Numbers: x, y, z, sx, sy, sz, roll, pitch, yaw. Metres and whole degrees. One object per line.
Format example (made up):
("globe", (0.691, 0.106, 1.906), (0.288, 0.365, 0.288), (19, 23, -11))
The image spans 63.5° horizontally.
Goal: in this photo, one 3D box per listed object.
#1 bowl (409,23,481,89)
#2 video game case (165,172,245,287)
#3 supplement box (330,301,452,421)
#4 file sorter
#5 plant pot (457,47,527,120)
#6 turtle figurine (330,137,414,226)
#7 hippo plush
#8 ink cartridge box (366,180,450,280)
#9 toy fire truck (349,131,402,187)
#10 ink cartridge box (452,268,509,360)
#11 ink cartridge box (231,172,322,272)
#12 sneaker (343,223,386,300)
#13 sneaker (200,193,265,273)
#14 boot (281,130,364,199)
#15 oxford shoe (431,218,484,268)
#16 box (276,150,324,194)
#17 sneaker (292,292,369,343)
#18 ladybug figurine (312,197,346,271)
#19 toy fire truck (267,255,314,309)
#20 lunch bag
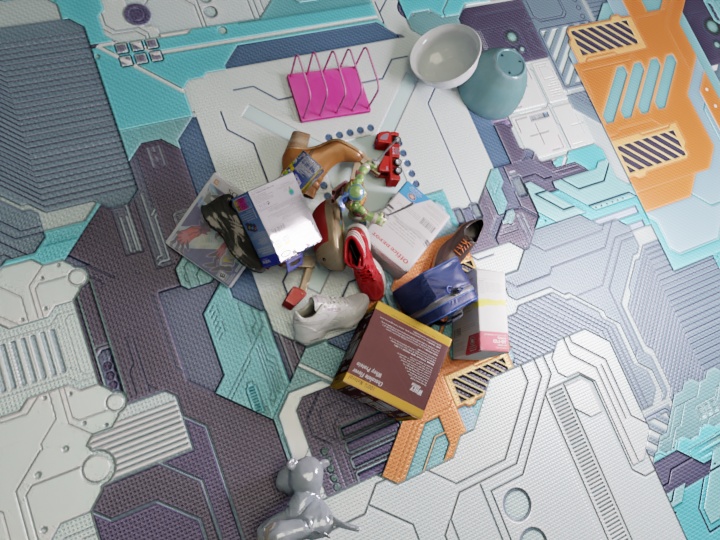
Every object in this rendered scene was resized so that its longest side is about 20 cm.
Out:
("bowl", (0.244, -0.579, 1.625), (0.201, 0.090, 0.202), (-8, 66, 18))
("video game case", (-0.317, -0.092, 1.340), (0.182, 0.023, 0.200), (35, 92, -4))
("supplement box", (0.068, 0.213, 1.342), (0.197, 0.133, 0.200), (28, 68, -7))
("file sorter", (-0.069, -0.489, 1.510), (0.200, 0.125, 0.139), (-14, 79, -19))
("plant pot", (0.395, -0.551, 1.656), (0.200, 0.135, 0.201), (4, 74, -15))
("turtle figurine", (0.031, -0.177, 1.363), (0.200, 0.194, 0.144), (-38, 94, -7))
("hippo plush", (-0.132, 0.468, 1.191), (0.159, 0.200, 0.161), (6, 63, -37))
("ink cartridge box", (0.106, -0.101, 1.469), (0.146, 0.086, 0.200), (40, 70, -2))
("toy fire truck", (0.035, -0.273, 1.519), (0.141, 0.049, 0.201), (3, 73, -13))
("ink cartridge box", (0.290, 0.110, 1.428), (0.083, 0.145, 0.201), (5, 73, -15))
("ink cartridge box", (-0.176, -0.097, 1.290), (0.136, 0.076, 0.200), (-33, 103, -40))
("sneaker", (0.000, 0.000, 1.364), (0.078, 0.116, 0.200), (-16, 109, 19))
("sneaker", (-0.267, -0.083, 1.298), (0.091, 0.076, 0.200), (-37, 96, -6))
("boot", (-0.099, -0.253, 1.463), (0.199, 0.074, 0.155), (11, 78, 0))
("oxford shoe", (0.252, -0.061, 1.506), (0.071, 0.073, 0.200), (38, 68, -3))
("box", (-0.176, -0.187, 1.386), (0.064, 0.070, 0.200), (43, 91, 0))
("sneaker", (-0.066, 0.093, 1.352), (0.200, 0.075, 0.100), (-26, 127, -22))
("ladybug figurine", (-0.076, -0.087, 1.394), (0.072, 0.136, 0.200), (-9, 56, 4))
("toy fire truck", (-0.161, -0.024, 1.383), (0.141, 0.049, 0.200), (34, 67, -6))
("lunch bag", (0.184, 0.065, 1.382), (0.136, 0.200, 0.133), (-24, 83, -25))
